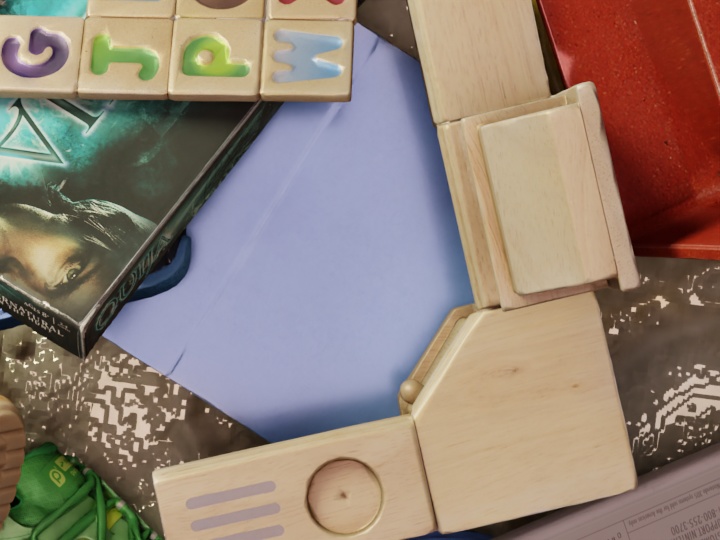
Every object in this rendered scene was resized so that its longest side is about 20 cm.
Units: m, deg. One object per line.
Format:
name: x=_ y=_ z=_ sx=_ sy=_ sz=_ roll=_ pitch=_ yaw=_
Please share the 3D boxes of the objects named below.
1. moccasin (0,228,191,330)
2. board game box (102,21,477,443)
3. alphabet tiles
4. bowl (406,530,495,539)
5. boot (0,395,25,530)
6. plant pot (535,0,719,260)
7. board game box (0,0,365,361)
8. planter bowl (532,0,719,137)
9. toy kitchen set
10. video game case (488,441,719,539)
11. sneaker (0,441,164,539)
moccasin: x=-0.166 y=-0.007 z=1.046 sx=0.199 sy=0.080 sz=0.069 roll=-11 pitch=86 yaw=-9
board game box: x=-0.036 y=-0.026 z=1.095 sx=0.199 sy=0.039 sz=0.158 roll=32 pitch=90 yaw=-2
alphabet tiles: x=-0.082 y=-0.149 z=1.043 sx=0.166 sy=0.008 sz=0.201 roll=1 pitch=60 yaw=2
bowl: x=0.029 y=0.203 z=1.074 sx=0.199 sy=0.039 sz=0.202 roll=-2 pitch=95 yaw=-20
boot: x=-0.232 y=0.084 z=1.064 sx=0.166 sy=0.072 sz=0.200 roll=45 pitch=107 yaw=26
plant pot: x=0.159 y=-0.126 z=0.923 sx=0.175 sy=0.200 sz=0.201 roll=-19 pitch=94 yaw=-7
board game box: x=-0.100 y=-0.078 z=1.029 sx=0.135 sy=0.028 sz=0.200 roll=30 pitch=63 yaw=12
planter bowl: x=0.152 y=-0.102 z=1.055 sx=0.199 sy=0.083 sz=0.202 roll=0 pitch=95 yaw=2
toy kitchen set: x=0.000 y=0.000 z=0.993 sx=0.179 sy=0.163 sz=0.201 roll=-12 pitch=91 yaw=-3
video game case: x=0.140 y=0.165 z=1.073 sx=0.199 sy=0.022 sz=0.183 roll=-21 pitch=97 yaw=-18
sneaker: x=-0.115 y=0.114 z=1.092 sx=0.199 sy=0.074 sz=0.084 roll=8 pitch=99 yaw=2
